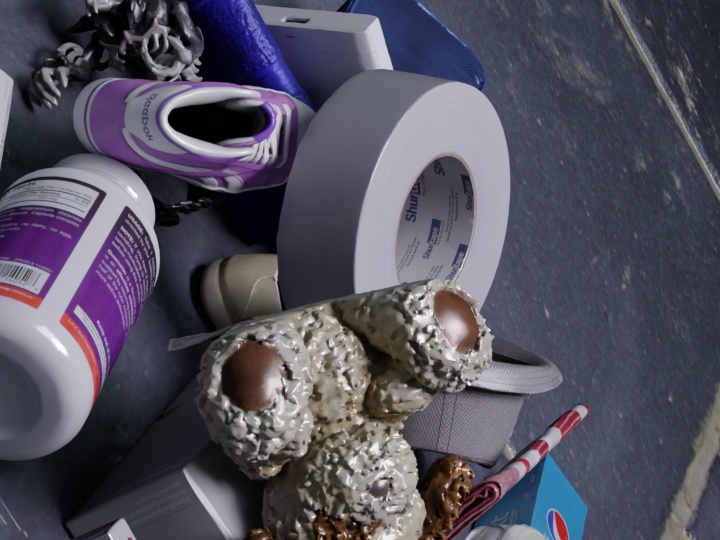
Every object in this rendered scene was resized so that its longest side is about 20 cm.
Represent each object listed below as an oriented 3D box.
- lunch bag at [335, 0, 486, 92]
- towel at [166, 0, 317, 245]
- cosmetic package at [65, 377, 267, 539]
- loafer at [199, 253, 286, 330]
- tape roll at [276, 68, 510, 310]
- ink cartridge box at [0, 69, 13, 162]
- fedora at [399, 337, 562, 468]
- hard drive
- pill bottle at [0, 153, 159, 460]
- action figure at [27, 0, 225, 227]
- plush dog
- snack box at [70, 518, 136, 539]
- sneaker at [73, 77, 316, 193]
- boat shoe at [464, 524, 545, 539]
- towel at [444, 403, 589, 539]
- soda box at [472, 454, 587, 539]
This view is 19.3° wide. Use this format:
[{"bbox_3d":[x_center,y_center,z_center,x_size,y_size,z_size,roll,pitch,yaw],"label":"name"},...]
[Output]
[{"bbox_3d":[0.002,-0.131,1.694,0.136,0.132,0.200,42,34,-9],"label":"lunch bag"},{"bbox_3d":[-0.086,-0.110,1.533,0.049,0.147,0.201,-38,103,-26],"label":"towel"},{"bbox_3d":[-0.091,0.129,1.357,0.091,0.106,0.200,59,28,-9],"label":"cosmetic package"},{"bbox_3d":[-0.039,0.070,1.527,0.201,0.068,0.076,55,31,-18],"label":"loafer"},{"bbox_3d":[0.026,-0.034,1.444,0.200,0.066,0.202,-27,123,-51],"label":"tape roll"},{"bbox_3d":[-0.298,-0.120,1.258,0.200,0.050,0.110,40,38,-37],"label":"ink cartridge box"},{"bbox_3d":[0.063,0.099,1.623,0.200,0.175,0.091,-143,-117,-81],"label":"fedora"},{"bbox_3d":[-0.019,-0.100,1.554,0.026,0.131,0.201,-48,134,-37],"label":"hard drive"},{"bbox_3d":[-0.189,0.014,1.273,0.113,0.112,0.200,53,30,-21],"label":"pill bottle"},{"bbox_3d":[-0.155,-0.131,1.443,0.102,0.118,0.202,-7,80,-66],"label":"action figure"},{"bbox_3d":[-0.021,0.108,1.276,0.199,0.160,0.173,-15,93,-32],"label":"plush dog"},{"bbox_3d":[-0.122,0.247,1.246,0.201,0.072,0.024,62,27,-7],"label":"snack box"},{"bbox_3d":[-0.074,-0.086,1.366,0.200,0.114,0.073,-2,93,-47],"label":"sneaker"},{"bbox_3d":[0.070,0.273,1.550,0.070,0.071,0.201,52,56,-34],"label":"boat shoe"},{"bbox_3d":[0.091,0.169,1.596,0.023,0.144,0.200,50,28,6],"label":"towel"},{"bbox_3d":[0.126,0.240,1.683,0.068,0.064,0.200,53,31,-21],"label":"soda box"}]
